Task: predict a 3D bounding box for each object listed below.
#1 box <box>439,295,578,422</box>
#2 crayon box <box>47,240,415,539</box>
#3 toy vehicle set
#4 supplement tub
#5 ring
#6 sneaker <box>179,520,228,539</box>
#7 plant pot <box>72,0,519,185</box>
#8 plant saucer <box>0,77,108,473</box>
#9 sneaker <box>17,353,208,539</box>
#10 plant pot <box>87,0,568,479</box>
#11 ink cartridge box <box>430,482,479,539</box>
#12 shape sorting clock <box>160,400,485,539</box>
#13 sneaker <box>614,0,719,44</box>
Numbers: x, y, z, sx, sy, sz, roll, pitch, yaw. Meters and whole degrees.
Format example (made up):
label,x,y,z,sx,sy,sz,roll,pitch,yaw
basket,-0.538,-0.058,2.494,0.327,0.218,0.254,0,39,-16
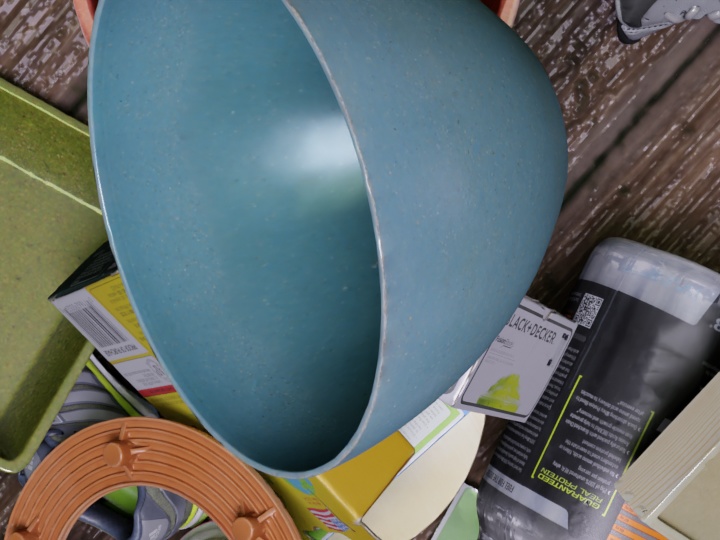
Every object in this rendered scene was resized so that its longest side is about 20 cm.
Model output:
label,x,y,z,sx,sy,sz,roll,pitch,yaw
box,0.000,0.000,0.691,0.199,0.117,0.060,29,93,24
crayon box,-0.057,0.063,0.691,0.200,0.127,0.051,49,65,-14
toy vehicle set,0.224,0.103,0.671,0.124,0.027,0.200,-48,130,9
supplement tub,0.142,0.095,0.737,0.122,0.123,0.201,27,89,-4
ring,-0.109,0.175,0.688,0.199,0.019,0.202,1,93,28
sneaker,-0.054,0.231,0.720,0.081,0.088,0.201,-29,82,2
plant pot,-0.026,-0.154,0.681,0.199,0.195,0.203,0,100,1
plant saucer,-0.227,-0.011,0.744,0.199,0.048,0.201,29,59,-5
sneaker,-0.172,0.086,0.767,0.199,0.081,0.074,31,110,10
plant pot,0.000,-0.039,0.523,0.134,0.200,0.202,-18,101,-32
ink cartridge box,0.117,0.237,0.824,0.199,0.048,0.146,31,99,15
shape sorting clock,-0.025,0.069,0.791,0.198,0.039,0.202,0,88,8
sneaker,0.204,-0.147,0.754,0.115,0.075,0.200,-34,113,31
